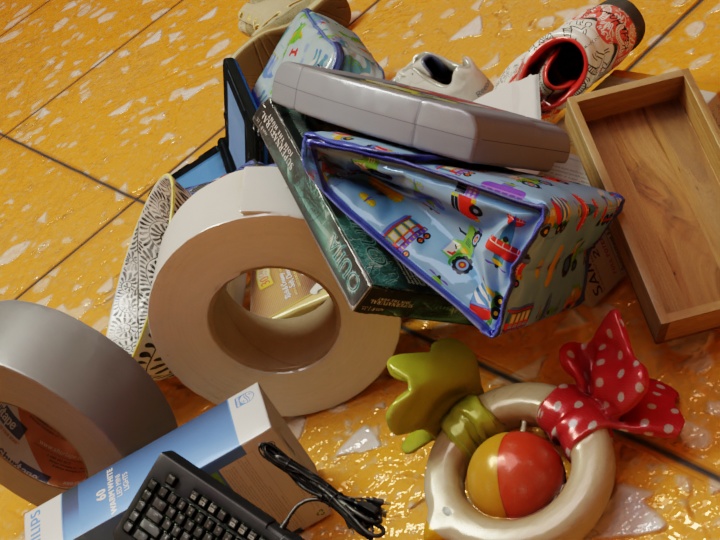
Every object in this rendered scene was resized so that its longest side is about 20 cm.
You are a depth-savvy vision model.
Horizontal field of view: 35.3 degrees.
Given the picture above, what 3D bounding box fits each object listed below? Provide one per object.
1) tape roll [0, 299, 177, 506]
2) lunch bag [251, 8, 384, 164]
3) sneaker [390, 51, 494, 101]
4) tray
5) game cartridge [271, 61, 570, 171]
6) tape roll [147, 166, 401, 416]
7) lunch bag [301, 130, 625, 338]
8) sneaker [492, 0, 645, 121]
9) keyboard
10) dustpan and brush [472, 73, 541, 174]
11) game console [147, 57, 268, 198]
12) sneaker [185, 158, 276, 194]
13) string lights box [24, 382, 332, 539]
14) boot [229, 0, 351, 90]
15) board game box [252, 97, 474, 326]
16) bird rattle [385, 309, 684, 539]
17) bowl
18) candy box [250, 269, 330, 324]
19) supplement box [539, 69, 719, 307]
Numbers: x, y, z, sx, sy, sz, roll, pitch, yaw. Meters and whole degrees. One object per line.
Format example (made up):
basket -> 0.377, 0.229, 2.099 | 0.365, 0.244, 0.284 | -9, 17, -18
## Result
tape roll -> -0.248, 0.118, 0.915 | 0.199, 0.201, 0.066 | -3, 40, 35
lunch bag -> -0.056, -0.186, 1.236 | 0.161, 0.082, 0.200 | -59, 27, 19
sneaker -> 0.066, -0.191, 1.187 | 0.199, 0.087, 0.075 | 6, 49, 44
tray -> 0.228, -0.051, 0.828 | 0.098, 0.037, 0.201 | -14, 59, -2
game cartridge -> 0.035, -0.112, 0.813 | 0.199, 0.041, 0.133 | 23, 19, 40
tape roll -> -0.067, 0.020, 0.903 | 0.201, 0.203, 0.071 | -21, 33, 14
lunch bag -> 0.059, -0.047, 0.793 | 0.199, 0.095, 0.150 | 29, 20, 26
sneaker -> 0.157, -0.165, 1.018 | 0.108, 0.067, 0.201 | -36, 0, -42
keyboard -> -0.059, 0.179, 0.744 | 0.199, 0.021, 0.128 | 29, 79, 20
dustpan and brush -> 0.068, -0.074, 0.948 | 0.199, 0.057, 0.140 | -18, 40, 22
game console -> -0.174, -0.118, 1.248 | 0.117, 0.172, 0.200 | -7, 34, -14
sneaker -> -0.115, -0.067, 1.106 | 0.199, 0.075, 0.079 | 1, 50, 45
string lights box -> -0.134, 0.180, 0.832 | 0.199, 0.103, 0.059 | -29, 34, 1
boot -> -0.128, -0.309, 1.506 | 0.200, 0.073, 0.155 | -42, 35, -20
board game box -> 0.011, -0.045, 0.847 | 0.028, 0.135, 0.201 | -52, 48, 30
bird rattle -> 0.115, 0.121, 0.759 | 0.198, 0.113, 0.164 | 0, 53, 18
bowl -> -0.164, 0.020, 1.047 | 0.201, 0.094, 0.202 | -49, 32, 47
candy box -> 0.000, 0.000, 1.011 | 0.199, 0.056, 0.116 | -23, 32, 10
supplement box -> 0.202, -0.073, 0.935 | 0.200, 0.074, 0.126 | -41, 33, -17
